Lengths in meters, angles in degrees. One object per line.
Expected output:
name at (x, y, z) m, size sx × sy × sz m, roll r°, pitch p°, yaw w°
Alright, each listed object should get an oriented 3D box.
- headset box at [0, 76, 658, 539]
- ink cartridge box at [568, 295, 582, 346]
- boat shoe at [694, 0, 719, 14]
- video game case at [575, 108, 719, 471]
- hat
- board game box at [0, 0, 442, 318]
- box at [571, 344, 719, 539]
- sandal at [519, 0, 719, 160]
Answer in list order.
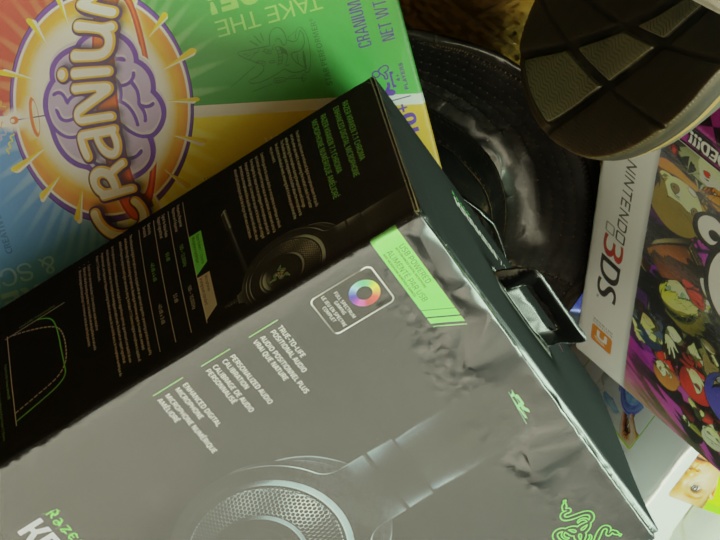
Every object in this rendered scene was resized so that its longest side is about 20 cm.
headset box at (-0.016, 0.057, 1.011) m, size 0.199 × 0.093 × 0.174 m, roll -31°, pitch 124°, yaw 9°
ink cartridge box at (0.031, 0.028, 1.246) m, size 0.099 × 0.039 × 0.200 m, roll 11°, pitch 139°, yaw -26°
boat shoe at (0.115, -0.108, 0.873) m, size 0.086 × 0.202 × 0.075 m, roll 12°, pitch 112°, yaw -46°
video game case at (0.165, 0.029, 1.059) m, size 0.036 × 0.200 × 0.182 m, roll -36°, pitch 153°, yaw -24°
hat at (0.000, 0.000, 1.120) m, size 0.199 × 0.081 × 0.201 m, roll 7°, pitch 137°, yaw 6°
board game box at (-0.082, -0.067, 1.011) m, size 0.199 × 0.040 × 0.154 m, roll -16°, pitch 116°, yaw 0°
box at (0.117, 0.119, 1.284) m, size 0.112 × 0.102 × 0.200 m, roll 21°, pitch 113°, yaw -36°
sandal at (0.134, -0.101, 0.954) m, size 0.054 × 0.082 × 0.200 m, roll 15°, pitch 134°, yaw -44°
